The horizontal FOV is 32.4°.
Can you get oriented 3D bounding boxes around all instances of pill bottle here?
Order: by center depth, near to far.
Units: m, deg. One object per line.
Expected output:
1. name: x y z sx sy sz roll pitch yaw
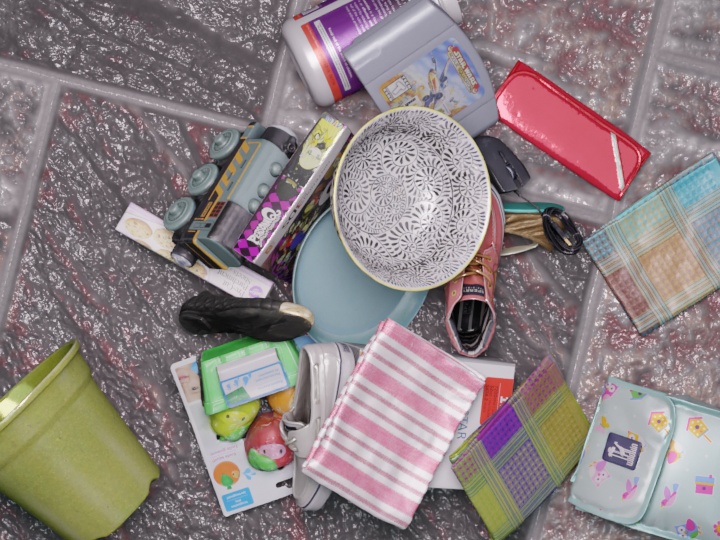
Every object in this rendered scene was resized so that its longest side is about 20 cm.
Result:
1. pill bottle: 0.015 -0.283 1.464 0.200 0.112 0.113 -26 91 -1

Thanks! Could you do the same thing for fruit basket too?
1. fruit basket: -0.108 0.175 1.471 0.185 0.094 0.201 -18 94 -3

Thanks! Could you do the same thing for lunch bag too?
1. lunch bag: 0.361 0.229 1.471 0.199 0.122 0.171 17 90 5

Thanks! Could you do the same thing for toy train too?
1. toy train: -0.145 -0.088 1.436 0.085 0.114 0.200 46 63 -36

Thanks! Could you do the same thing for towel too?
1. towel: 0.039 0.172 1.388 0.146 0.030 0.200 32 81 -17
2. towel: 0.194 0.209 1.458 0.200 0.023 0.144 -43 118 -25
3. towel: 0.390 -0.032 1.520 0.200 0.022 0.147 -33 90 -1

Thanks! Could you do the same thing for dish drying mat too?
1. dish drying mat: 0.255 -0.171 1.517 0.200 0.018 0.077 35 90 -1

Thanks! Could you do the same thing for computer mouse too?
1. computer mouse: 0.194 -0.094 1.465 0.059 0.034 0.200 -27 61 -30

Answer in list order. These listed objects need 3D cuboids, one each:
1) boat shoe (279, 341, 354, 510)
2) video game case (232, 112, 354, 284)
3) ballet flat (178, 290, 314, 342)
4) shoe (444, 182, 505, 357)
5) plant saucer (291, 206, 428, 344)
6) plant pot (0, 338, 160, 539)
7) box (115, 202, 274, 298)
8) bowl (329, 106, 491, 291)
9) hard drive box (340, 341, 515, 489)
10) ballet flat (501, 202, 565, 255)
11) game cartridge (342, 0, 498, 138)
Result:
1. boat shoe: -0.058 0.178 1.407 0.066 0.072 0.201 5 107 -28
2. video game case: -0.060 -0.076 1.418 0.036 0.200 0.182 34 89 12
3. ballet flat: -0.133 0.045 1.436 0.067 0.200 0.057 57 50 -37
4. shoe: 0.133 -0.002 1.439 0.071 0.091 0.201 2 116 -2
5. plant saucer: 0.000 0.000 1.461 0.200 0.027 0.201 -13 113 -32
6. plant pot: -0.339 0.214 1.428 0.200 0.200 0.184 -41 102 -1
7. box: -0.199 -0.017 1.494 0.200 0.039 0.042 30 87 -1
8. bowl: 0.038 -0.080 1.382 0.200 0.094 0.201 -2 94 -29
9. hard drive box: 0.069 0.172 1.455 0.199 0.077 0.156 6 90 -21
10. ballet flat: 0.149 -0.054 1.499 0.199 0.068 0.073 7 105 -6
11. game cartridge: 0.079 -0.218 1.443 0.133 0.042 0.200 -31 131 7
